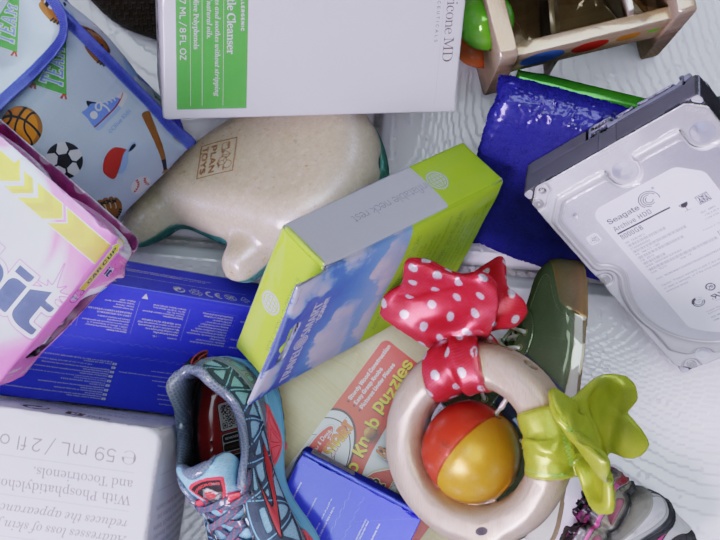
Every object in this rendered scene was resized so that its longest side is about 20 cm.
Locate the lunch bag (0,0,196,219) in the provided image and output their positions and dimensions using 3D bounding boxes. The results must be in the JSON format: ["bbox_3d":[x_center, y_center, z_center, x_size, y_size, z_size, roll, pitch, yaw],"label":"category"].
[{"bbox_3d":[-0.239,-0.106,0.876,0.170,0.124,0.200,-43,116,0],"label":"lunch bag"}]

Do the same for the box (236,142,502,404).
[{"bbox_3d":[0.000,0.000,0.867,0.199,0.123,0.048,-27,62,-40],"label":"box"}]

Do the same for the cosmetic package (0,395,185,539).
[{"bbox_3d":[-0.214,0.190,0.878,0.165,0.166,0.203,7,86,0],"label":"cosmetic package"}]

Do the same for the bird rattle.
[{"bbox_3d":[0.078,0.094,0.833,0.199,0.113,0.164,37,106,14],"label":"bird rattle"}]

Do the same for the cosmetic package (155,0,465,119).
[{"bbox_3d":[-0.036,-0.166,0.867,0.197,0.085,0.109,-3,119,-10],"label":"cosmetic package"}]

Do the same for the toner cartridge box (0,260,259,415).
[{"bbox_3d":[-0.163,0.044,0.891,0.198,0.043,0.096,11,113,-28],"label":"toner cartridge box"}]

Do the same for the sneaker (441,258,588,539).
[{"bbox_3d":[0.101,0.088,0.904,0.089,0.067,0.203,8,89,-5],"label":"sneaker"}]

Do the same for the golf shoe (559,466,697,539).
[{"bbox_3d":[0.164,0.246,0.921,0.092,0.073,0.201,31,86,1],"label":"golf shoe"}]

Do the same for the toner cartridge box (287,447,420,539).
[{"bbox_3d":[-0.042,0.234,0.899,0.094,0.043,0.202,27,89,4],"label":"toner cartridge box"}]

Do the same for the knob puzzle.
[{"bbox_3d":[0.004,0.118,0.951,0.217,0.030,0.223,0,86,0],"label":"knob puzzle"}]

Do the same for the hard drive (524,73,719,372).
[{"bbox_3d":[0.223,-0.026,0.883,0.139,0.038,0.200,-28,119,31],"label":"hard drive"}]

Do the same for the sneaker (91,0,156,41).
[{"bbox_3d":[-0.135,-0.215,0.970,0.199,0.073,0.085,34,56,8],"label":"sneaker"}]

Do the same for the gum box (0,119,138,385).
[{"bbox_3d":[-0.241,-0.034,0.779,0.200,0.066,0.114,41,92,-1],"label":"gum box"}]

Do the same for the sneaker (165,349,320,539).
[{"bbox_3d":[-0.086,0.149,0.836,0.079,0.095,0.202,-25,68,17],"label":"sneaker"}]

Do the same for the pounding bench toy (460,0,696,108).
[{"bbox_3d":[0.144,-0.174,0.927,0.154,0.124,0.202,-14,86,-1],"label":"pounding bench toy"}]

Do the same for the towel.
[{"bbox_3d":[0.175,-0.058,0.925,0.198,0.149,0.050,15,42,-1],"label":"towel"}]

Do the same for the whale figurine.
[{"bbox_3d":[-0.073,-0.054,0.941,0.198,0.104,0.161,-10,58,20],"label":"whale figurine"}]
